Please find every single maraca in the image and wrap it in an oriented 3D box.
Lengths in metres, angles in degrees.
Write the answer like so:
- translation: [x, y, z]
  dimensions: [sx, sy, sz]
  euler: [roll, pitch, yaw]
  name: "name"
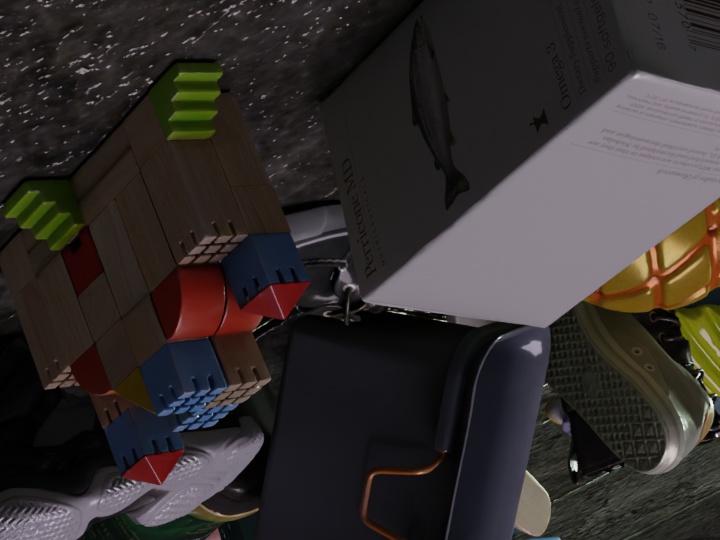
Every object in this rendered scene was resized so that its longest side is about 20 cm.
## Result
- translation: [0.141, -0.037, 1.116]
  dimensions: [0.200, 0.107, 0.137]
  euler: [10, 132, -19]
  name: "maraca"

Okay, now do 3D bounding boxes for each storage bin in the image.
- translation: [0.015, 0.116, 1.158]
  dimensions: [0.134, 0.200, 0.145]
  euler: [14, -169, 23]
  name: "storage bin"

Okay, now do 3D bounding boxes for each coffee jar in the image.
- translation: [-0.126, 0.137, 1.270]
  dimensions: [0.085, 0.104, 0.200]
  euler: [-16, 163, -46]
  name: "coffee jar"

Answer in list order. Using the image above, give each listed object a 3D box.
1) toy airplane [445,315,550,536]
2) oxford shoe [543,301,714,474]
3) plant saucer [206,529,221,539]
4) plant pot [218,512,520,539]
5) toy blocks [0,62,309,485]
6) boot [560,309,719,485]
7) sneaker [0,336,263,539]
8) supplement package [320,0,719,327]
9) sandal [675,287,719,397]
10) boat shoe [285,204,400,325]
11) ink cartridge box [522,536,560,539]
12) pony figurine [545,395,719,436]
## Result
- translation: [0.043, 0.115, 1.328]
  dimensions: [0.141, 0.200, 0.199]
  euler: [-16, -178, 41]
  name: "toy airplane"
- translation: [0.147, 0.045, 1.194]
  dimensions: [0.058, 0.200, 0.075]
  euler: [-10, 137, -34]
  name: "oxford shoe"
- translation: [-0.174, 0.241, 1.589]
  dimensions: [0.200, 0.051, 0.201]
  euler: [-21, 161, -8]
  name: "plant saucer"
- translation: [-0.005, 0.169, 1.459]
  dimensions: [0.200, 0.142, 0.141]
  euler: [-12, 159, -17]
  name: "plant pot"
- translation: [-0.095, 0.014, 0.911]
  dimensions: [0.100, 0.137, 0.200]
  euler: [-5, 154, -43]
  name: "toy blocks"
- translation: [0.192, 0.028, 1.235]
  dimensions: [0.200, 0.174, 0.069]
  euler: [-33, 159, 28]
  name: "boot"
- translation: [-0.151, 0.088, 1.093]
  dimensions: [0.200, 0.114, 0.076]
  euler: [-14, 151, -42]
  name: "sneaker"
- translation: [0.089, -0.073, 0.891]
  dimensions: [0.117, 0.117, 0.200]
  euler: [8, 146, -35]
  name: "supplement package"
- translation: [0.255, 0.023, 1.301]
  dimensions: [0.200, 0.087, 0.080]
  euler: [-24, 119, 9]
  name: "sandal"
- translation: [0.000, 0.000, 1.113]
  dimensions: [0.200, 0.057, 0.069]
  euler: [-7, 156, -41]
  name: "boat shoe"
- translation: [0.046, 0.249, 1.417]
  dimensions: [0.200, 0.068, 0.116]
  euler: [1, 154, -35]
  name: "ink cartridge box"
- translation: [0.221, 0.052, 1.427]
  dimensions: [0.200, 0.166, 0.193]
  euler: [-48, -178, 46]
  name: "pony figurine"
